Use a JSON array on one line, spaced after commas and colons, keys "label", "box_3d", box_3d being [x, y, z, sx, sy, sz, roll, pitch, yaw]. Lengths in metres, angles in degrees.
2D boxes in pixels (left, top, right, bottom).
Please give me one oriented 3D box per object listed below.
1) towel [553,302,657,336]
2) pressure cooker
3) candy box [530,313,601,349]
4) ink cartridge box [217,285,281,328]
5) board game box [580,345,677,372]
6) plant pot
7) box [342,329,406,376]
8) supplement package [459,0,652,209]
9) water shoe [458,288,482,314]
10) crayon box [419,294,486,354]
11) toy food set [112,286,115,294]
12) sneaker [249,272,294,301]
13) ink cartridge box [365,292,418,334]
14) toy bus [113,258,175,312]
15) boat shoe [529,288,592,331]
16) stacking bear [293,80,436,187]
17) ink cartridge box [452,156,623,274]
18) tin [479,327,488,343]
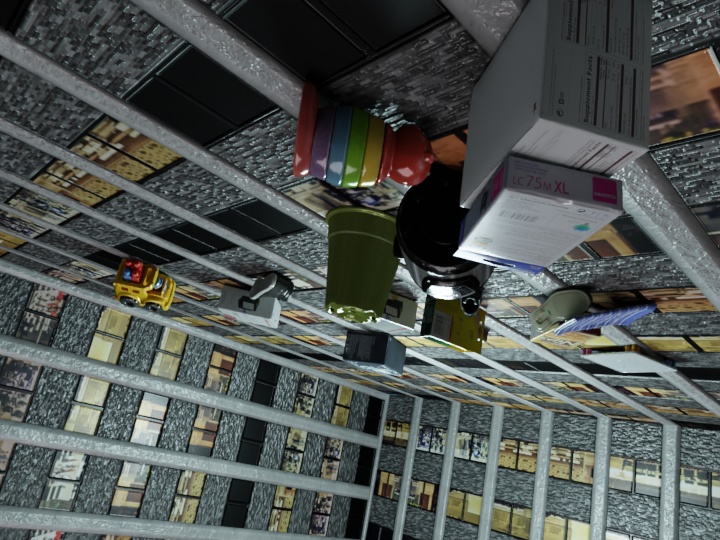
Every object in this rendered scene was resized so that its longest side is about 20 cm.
[{"label": "towel", "box_3d": [0.559, 0.115, 1.303, 0.192, 0.025, 0.145, -10, 162, -4]}, {"label": "pressure cooker", "box_3d": [0.152, -0.049, 0.955, 0.177, 0.178, 0.201, 48, 175, 21]}, {"label": "candy box", "box_3d": [0.538, 0.156, 1.500, 0.111, 0.057, 0.201, 13, 162, 0]}, {"label": "ink cartridge box", "box_3d": [-0.390, 0.131, 2.021, 0.192, 0.086, 0.146, 12, 162, 4]}, {"label": "board game box", "box_3d": [0.802, 0.267, 1.704, 0.194, 0.027, 0.199, 20, 162, -22]}, {"label": "plant pot", "box_3d": [0.000, 0.000, 1.182, 0.192, 0.197, 0.201, 12, 163, 4]}, {"label": "box", "box_3d": [0.060, 0.331, 2.277, 0.190, 0.129, 0.200, 1, 159, 28]}, {"label": "supplement package", "box_3d": [0.193, -0.164, 0.594, 0.107, 0.162, 0.200, 12, 163, -8]}, {"label": "water shoe", "box_3d": [0.264, 0.072, 1.399, 0.069, 0.082, 0.201, 8, 162, 14]}, {"label": "crayon box", "box_3d": [0.255, 0.144, 1.546, 0.195, 0.132, 0.050, 24, 160, -30]}, {"label": "toy food set", "box_3d": [-0.978, 0.110, 2.465, 0.190, 0.050, 0.201, 14, 163, -2]}, {"label": "sneaker", "box_3d": [-0.278, 0.067, 1.786, 0.097, 0.073, 0.198, 27, 154, -27]}, {"label": "ink cartridge box", "box_3d": [0.052, 0.114, 1.676, 0.194, 0.086, 0.145, 20, 161, -23]}, {"label": "toy bus", "box_3d": [-0.752, 0.034, 1.970, 0.192, 0.140, 0.194, 13, 147, -9]}, {"label": "boat shoe", "box_3d": [0.480, 0.085, 1.341, 0.066, 0.074, 0.200, -20, 167, -24]}, {"label": "stacking bear", "box_3d": [0.008, -0.172, 0.800, 0.192, 0.118, 0.122, 9, 163, -4]}, {"label": "ink cartridge box", "box_3d": [0.179, -0.051, 0.618, 0.115, 0.044, 0.201, 11, 160, -2]}, {"label": "tin", "box_3d": [0.315, 0.199, 1.831, 0.192, 0.043, 0.113, 12, 158, 3]}]
